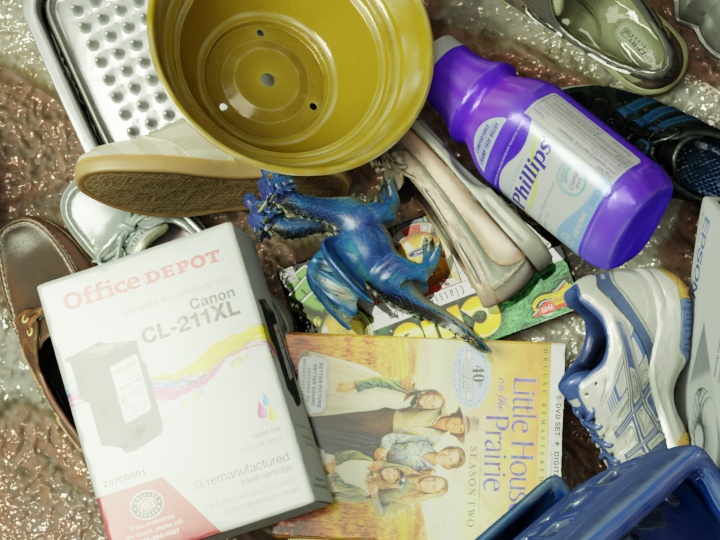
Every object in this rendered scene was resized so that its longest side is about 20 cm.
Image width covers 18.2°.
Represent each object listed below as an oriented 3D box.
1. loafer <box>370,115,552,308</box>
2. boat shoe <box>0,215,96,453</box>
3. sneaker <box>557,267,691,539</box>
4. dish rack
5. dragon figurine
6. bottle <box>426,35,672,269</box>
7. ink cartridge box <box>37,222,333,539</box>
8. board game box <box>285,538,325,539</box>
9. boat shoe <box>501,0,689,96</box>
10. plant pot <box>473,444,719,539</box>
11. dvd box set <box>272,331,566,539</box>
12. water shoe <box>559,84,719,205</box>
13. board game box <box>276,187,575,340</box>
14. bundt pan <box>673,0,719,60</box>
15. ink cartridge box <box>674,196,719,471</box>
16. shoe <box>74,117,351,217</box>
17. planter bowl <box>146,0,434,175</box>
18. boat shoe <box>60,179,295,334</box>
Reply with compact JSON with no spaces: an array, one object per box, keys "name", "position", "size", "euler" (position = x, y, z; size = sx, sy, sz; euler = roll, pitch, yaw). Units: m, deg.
[{"name":"loafer","position":[0.048,-0.058,1.583],"size":[0.063,0.072,0.200],"euler":[-44,68,1]},{"name":"boat shoe","position":[-0.209,0.048,1.617],"size":[0.070,0.070,0.200],"euler":[-30,81,9]},{"name":"sneaker","position":[0.174,0.098,1.539],"size":[0.088,0.075,0.200],"euler":[1,86,-17]},{"name":"dish rack","position":[-0.129,-0.173,1.639],"size":[0.200,0.044,0.172],"euler":[-25,84,3]},{"name":"dragon figurine","position":[0.000,0.000,1.559],"size":[0.099,0.059,0.200],"euler":[-28,78,-27]},{"name":"bottle","position":[0.120,-0.088,1.555],"size":[0.200,0.065,0.084],"euler":[41,133,21]},{"name":"ink cartridge box","position":[-0.120,0.085,1.531],"size":[0.146,0.083,0.200],"euler":[-19,81,5]},{"name":"board game box","position":[0.028,0.199,1.596],"size":[0.135,0.035,0.200],"euler":[41,91,8]},{"name":"boat shoe","position":[0.150,-0.201,1.600],"size":[0.201,0.066,0.072],"euler":[40,91,8]},{"name":"plant pot","position":[0.146,0.243,1.434],"size":[0.200,0.180,0.200],"euler":[-37,105,-31]},{"name":"dvd box set","position":[0.042,0.119,1.567],"size":[0.200,0.029,0.146],"euler":[3,83,5]},{"name":"water shoe","position":[0.209,-0.088,1.578],"size":[0.200,0.079,0.072],"euler":[15,87,7]},{"name":"board game box","position":[0.050,0.014,1.616],"size":[0.200,0.023,0.105],"euler":[-21,85,4]},{"name":"bundt pan","position":[0.306,-0.239,1.582],"size":[0.202,0.076,0.202],"euler":[-1,85,7]},{"name":"ink cartridge box","position":[0.252,0.073,1.471],"size":[0.041,0.200,0.200],"euler":[2,108,-8]},{"name":"shoe","position":[-0.106,-0.076,1.595],"size":[0.200,0.070,0.053],"euler":[1,61,-20]},{"name":"planter bowl","position":[-0.056,-0.145,1.552],"size":[0.200,0.083,0.201],"euler":[5,70,-14]},{"name":"boat shoe","position":[-0.133,-0.003,1.615],"size":[0.202,0.065,0.074],"euler":[42,91,8]}]
